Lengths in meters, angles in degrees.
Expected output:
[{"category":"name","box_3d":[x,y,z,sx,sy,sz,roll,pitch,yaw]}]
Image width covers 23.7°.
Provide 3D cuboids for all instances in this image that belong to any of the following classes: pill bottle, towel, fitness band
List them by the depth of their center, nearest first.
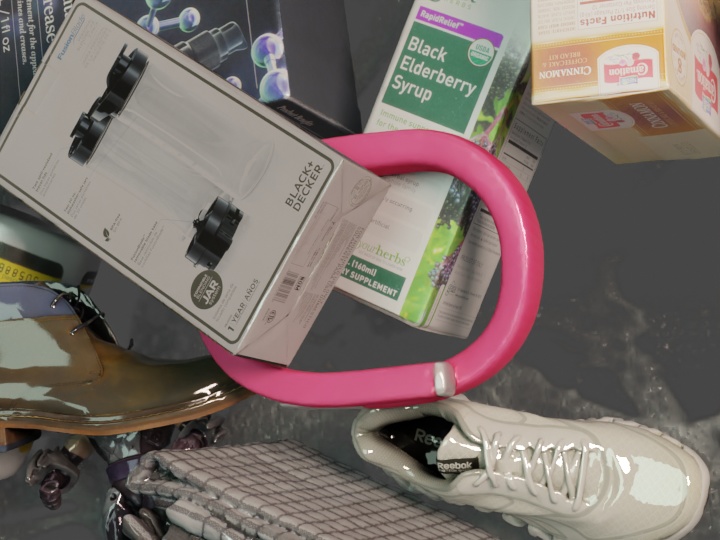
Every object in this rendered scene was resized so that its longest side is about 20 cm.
[{"category":"fitness band","box_3d":[0.000,0.000,0.912,0.198,0.037,0.146,-5,82,25]},{"category":"towel","box_3d":[-0.017,0.165,0.913,0.198,0.165,0.087,22,97,25]},{"category":"pill bottle","box_3d":[-0.243,0.061,1.058,0.110,0.111,0.202,21,90,25]}]

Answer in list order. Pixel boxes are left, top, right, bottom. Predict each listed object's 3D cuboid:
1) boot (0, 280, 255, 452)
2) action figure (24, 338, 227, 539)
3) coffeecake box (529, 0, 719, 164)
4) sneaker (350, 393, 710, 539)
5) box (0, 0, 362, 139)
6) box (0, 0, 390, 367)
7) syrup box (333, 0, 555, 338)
[{"category":"boot","box_3d":[-0.155,0.044,0.969,0.197,0.075,0.098,-9,92,5]},{"category":"action figure","box_3d":[-0.132,0.135,1.023,0.129,0.069,0.202,-20,71,25]},{"category":"coffeecake box","box_3d":[0.143,-0.171,0.897,0.072,0.153,0.203,-4,81,24]},{"category":"sneaker","box_3d":[0.086,0.106,0.922,0.198,0.081,0.076,8,84,23]},{"category":"box","box_3d":[-0.114,-0.138,1.033,0.198,0.107,0.150,-13,77,21]},{"category":"box","box_3d":[-0.096,-0.051,0.916,0.199,0.060,0.118,32,96,27]},{"category":"syrup box","box_3d":[0.052,-0.071,0.962,0.078,0.081,0.202,23,93,25]}]
